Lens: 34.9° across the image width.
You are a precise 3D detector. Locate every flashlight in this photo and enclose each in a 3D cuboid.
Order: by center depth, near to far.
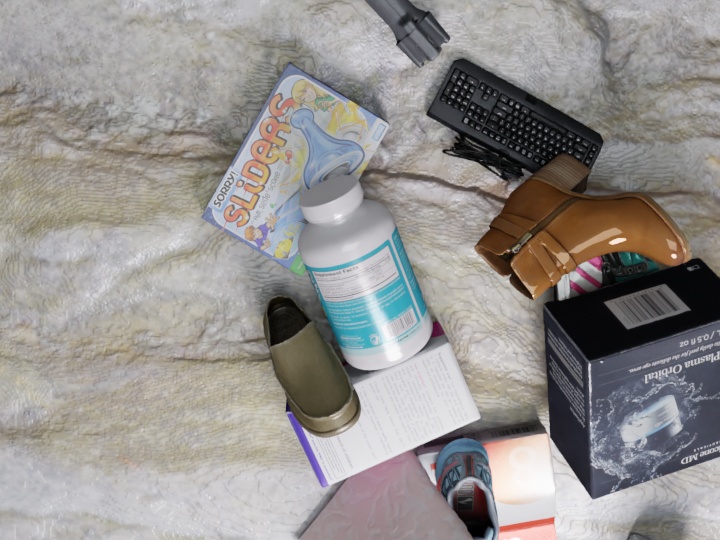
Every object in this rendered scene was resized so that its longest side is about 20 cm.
[{"bbox_3d":[0.014,-0.312,1.250,0.200,0.068,0.068,45,62,-14],"label":"flashlight"}]

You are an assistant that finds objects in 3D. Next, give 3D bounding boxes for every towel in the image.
[{"bbox_3d":[0.025,0.312,1.309,0.032,0.200,0.191,30,102,-38],"label":"towel"}]

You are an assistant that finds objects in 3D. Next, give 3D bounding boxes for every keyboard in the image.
[{"bbox_3d":[0.173,-0.151,1.297,0.199,0.040,0.105,27,98,-6],"label":"keyboard"}]

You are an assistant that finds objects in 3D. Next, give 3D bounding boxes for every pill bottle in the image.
[{"bbox_3d":[0.000,0.000,1.259,0.110,0.111,0.201,-21,113,2],"label":"pill bottle"}]

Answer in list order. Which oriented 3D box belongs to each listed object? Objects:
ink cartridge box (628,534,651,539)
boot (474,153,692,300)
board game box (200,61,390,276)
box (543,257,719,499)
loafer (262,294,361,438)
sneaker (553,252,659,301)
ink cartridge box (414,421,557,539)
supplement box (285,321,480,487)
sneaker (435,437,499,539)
[{"bbox_3d":[0.338,0.441,1.363,0.082,0.146,0.201,21,100,-7],"label":"ink cartridge box"},{"bbox_3d":[0.234,-0.027,1.223,0.200,0.077,0.155,38,70,22],"label":"boot"},{"bbox_3d":[-0.074,-0.114,1.296,0.135,0.034,0.201,29,98,-8],"label":"board game box"},{"bbox_3d":[0.317,0.119,1.270,0.195,0.118,0.201,-16,124,-10],"label":"box"},{"bbox_3d":[-0.064,0.102,1.257,0.076,0.200,0.068,-32,135,-7],"label":"loafer"},{"bbox_3d":[0.282,0.017,1.316,0.120,0.084,0.202,-3,100,8],"label":"sneaker"},{"bbox_3d":[0.156,0.293,1.377,0.161,0.050,0.202,-10,98,0],"label":"ink cartridge box"},{"bbox_3d":[0.024,0.151,1.317,0.199,0.101,0.104,-25,101,3],"label":"supplement box"},{"bbox_3d":[0.121,0.300,1.311,0.079,0.096,0.202,-8,109,1],"label":"sneaker"}]
